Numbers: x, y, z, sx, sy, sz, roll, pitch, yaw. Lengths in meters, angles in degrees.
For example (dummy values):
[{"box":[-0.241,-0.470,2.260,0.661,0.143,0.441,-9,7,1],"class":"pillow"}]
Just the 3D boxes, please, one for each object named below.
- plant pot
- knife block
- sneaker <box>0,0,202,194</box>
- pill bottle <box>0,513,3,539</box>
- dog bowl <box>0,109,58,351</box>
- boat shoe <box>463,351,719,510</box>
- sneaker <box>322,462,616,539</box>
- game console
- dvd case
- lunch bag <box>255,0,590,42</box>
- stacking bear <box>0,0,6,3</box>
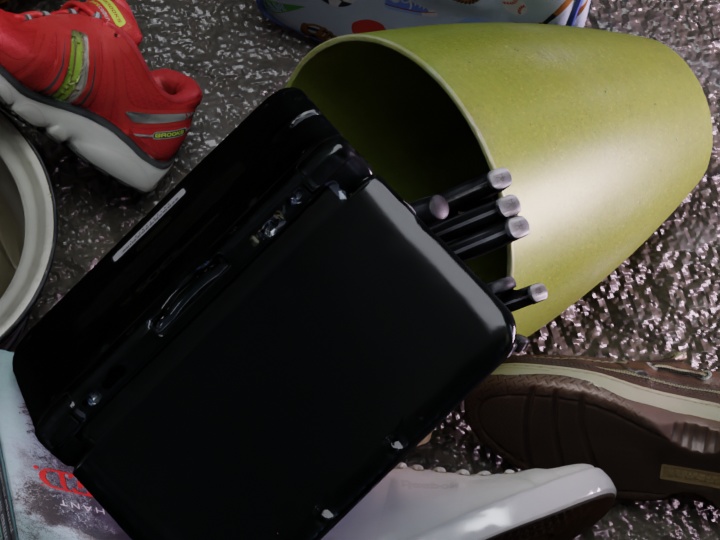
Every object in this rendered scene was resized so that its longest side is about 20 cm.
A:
[{"box":[0.087,-0.057,1.502,0.200,0.187,0.187,-20,62,-37],"class":"plant pot"},{"box":[0.000,0.000,1.413,0.064,0.176,0.200,-15,39,-42],"class":"knife block"},{"box":[-0.162,-0.118,1.493,0.077,0.200,0.085,34,90,44],"class":"sneaker"},{"box":[-0.179,0.161,1.364,0.200,0.110,0.110,31,61,12],"class":"pill bottle"},{"box":[-0.259,-0.007,1.476,0.199,0.074,0.201,3,60,-4],"class":"dog bowl"},{"box":[0.156,0.079,1.484,0.202,0.075,0.075,16,38,2],"class":"boat shoe"},{"box":[0.030,0.118,1.434,0.199,0.073,0.085,-15,65,-14],"class":"sneaker"},{"box":[-0.051,0.035,1.339,0.200,0.176,0.116,-44,113,2],"class":"game console"},{"box":[-0.108,0.115,1.359,0.146,0.022,0.200,14,31,-23],"class":"dvd case"},{"box":[0.041,-0.179,1.563,0.199,0.160,0.076,13,59,2],"class":"lunch bag"},{"box":[-0.221,-0.191,1.575,0.121,0.114,0.200,31,65,12],"class":"stacking bear"}]
